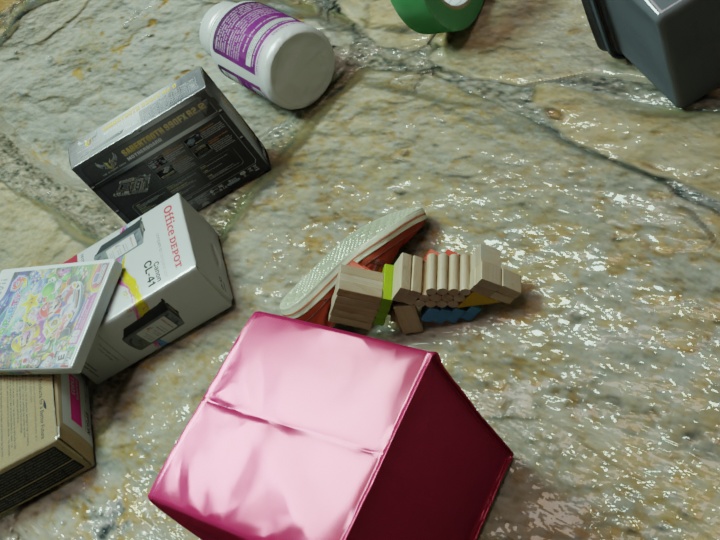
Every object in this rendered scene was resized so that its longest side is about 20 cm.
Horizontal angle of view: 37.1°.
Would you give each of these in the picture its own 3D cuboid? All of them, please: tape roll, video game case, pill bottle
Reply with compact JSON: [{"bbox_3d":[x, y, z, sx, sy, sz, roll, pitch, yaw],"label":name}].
[{"bbox_3d":[0.092,-0.392,1.310,0.048,0.200,0.201,3,58,34],"label":"tape roll"},{"bbox_3d":[-0.379,0.056,1.265,0.200,0.018,0.143,-5,56,33],"label":"video game case"},{"bbox_3d":[-0.132,-0.296,1.437,0.112,0.112,0.200,-47,46,-9],"label":"pill bottle"}]

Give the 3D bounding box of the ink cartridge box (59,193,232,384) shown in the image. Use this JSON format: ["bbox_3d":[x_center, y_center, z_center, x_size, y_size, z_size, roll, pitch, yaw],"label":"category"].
[{"bbox_3d":[-0.267,0.021,1.290,0.200,0.086,0.148,-32,44,9],"label":"ink cartridge box"}]

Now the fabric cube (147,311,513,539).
[{"bbox_3d":[-0.018,0.177,0.932,0.199,0.196,0.200,9,61,37],"label":"fabric cube"}]

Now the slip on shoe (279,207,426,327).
[{"bbox_3d":[0.000,0.000,1.162,0.200,0.061,0.074,-43,19,-22],"label":"slip on shoe"}]

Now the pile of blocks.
[{"bbox_3d":[0.064,0.014,1.096,0.200,0.082,0.062,-4,50,12],"label":"pile of blocks"}]

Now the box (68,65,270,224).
[{"bbox_3d":[-0.238,-0.142,1.349,0.200,0.158,0.048,-30,45,9],"label":"box"}]

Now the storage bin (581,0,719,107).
[{"bbox_3d":[0.321,-0.272,1.090,0.145,0.200,0.134,-32,56,6],"label":"storage bin"}]

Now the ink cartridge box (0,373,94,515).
[{"bbox_3d":[-0.404,0.172,1.263,0.165,0.075,0.200,-27,45,9],"label":"ink cartridge box"}]
